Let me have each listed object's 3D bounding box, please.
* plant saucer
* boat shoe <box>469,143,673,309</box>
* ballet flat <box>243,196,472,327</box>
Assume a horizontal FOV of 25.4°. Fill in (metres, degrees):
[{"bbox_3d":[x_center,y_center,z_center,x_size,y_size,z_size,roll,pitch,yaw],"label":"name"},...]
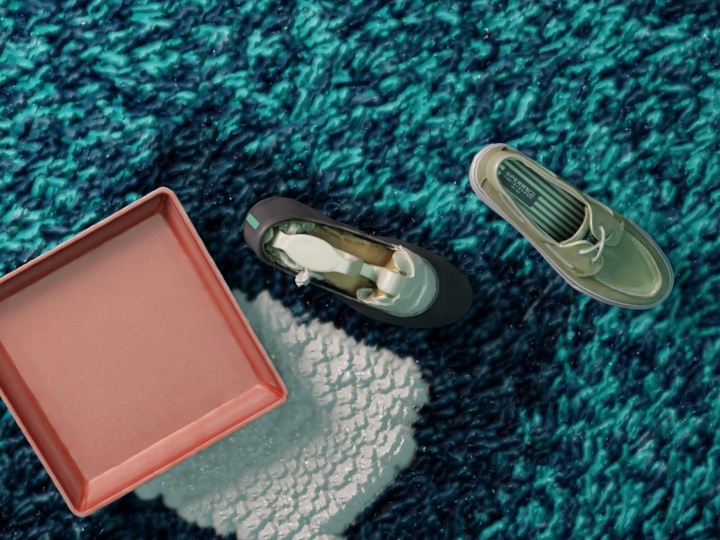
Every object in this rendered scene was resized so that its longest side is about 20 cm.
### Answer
[{"bbox_3d":[-0.190,0.064,1.277,0.199,0.037,0.200,-30,102,-1],"label":"plant saucer"},{"bbox_3d":[0.172,-0.030,1.289,0.200,0.062,0.072,33,94,-11],"label":"boat shoe"},{"bbox_3d":[0.000,0.000,1.272,0.199,0.073,0.073,23,96,-9],"label":"ballet flat"}]
